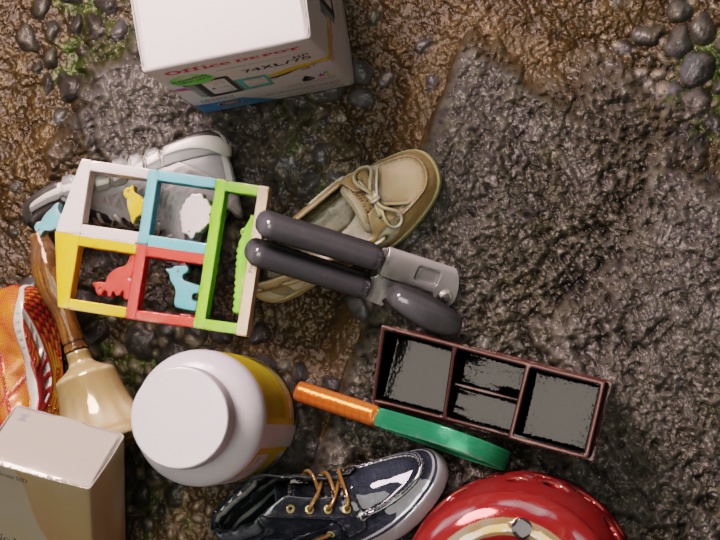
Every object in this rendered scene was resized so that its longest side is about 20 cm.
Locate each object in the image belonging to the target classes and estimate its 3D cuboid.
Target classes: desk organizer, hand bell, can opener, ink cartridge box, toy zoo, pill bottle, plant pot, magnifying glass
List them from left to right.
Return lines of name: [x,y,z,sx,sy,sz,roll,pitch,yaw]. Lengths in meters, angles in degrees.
hand bell: [-0.255,0.062,1.568,0.104,0.104,0.201,-22,80,8]
toy zoo: [-0.183,-0.022,1.531,0.199,0.020,0.132,8,87,7]
pill bottle: [-0.125,0.123,1.488,0.111,0.200,0.113,-1,85,10]
ink cartridge box: [-0.102,-0.233,1.514,0.146,0.200,0.147,-10,84,10]
can opener: [0.000,0.000,1.514,0.199,0.066,0.053,19,103,-19]
magnifying glass: [0.034,0.134,1.529,0.199,0.080,0.023,18,83,22]
desk organizer: [0.108,0.103,1.510,0.199,0.077,0.072,14,88,11]
plant pot: [0.123,0.264,1.443,0.199,0.182,0.202,-1,84,12]

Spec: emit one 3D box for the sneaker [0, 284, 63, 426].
sneaker: [-0.306,0.115,1.599,0.077,0.073,0.201,-11,78,30]

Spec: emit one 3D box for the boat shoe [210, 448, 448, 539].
boat shoe: [-0.027,0.196,1.501,0.200,0.091,0.071,-31,40,14]

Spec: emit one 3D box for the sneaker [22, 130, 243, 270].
sneaker: [-0.198,-0.041,1.581,0.199,0.075,0.116,-19,84,7]

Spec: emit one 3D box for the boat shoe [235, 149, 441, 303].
boat shoe: [-0.019,-0.039,1.552,0.200,0.063,0.073,-30,81,7]

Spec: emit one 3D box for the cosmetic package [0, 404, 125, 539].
cosmetic package: [-0.258,0.220,1.513,0.105,0.071,0.201,13,129,12]
